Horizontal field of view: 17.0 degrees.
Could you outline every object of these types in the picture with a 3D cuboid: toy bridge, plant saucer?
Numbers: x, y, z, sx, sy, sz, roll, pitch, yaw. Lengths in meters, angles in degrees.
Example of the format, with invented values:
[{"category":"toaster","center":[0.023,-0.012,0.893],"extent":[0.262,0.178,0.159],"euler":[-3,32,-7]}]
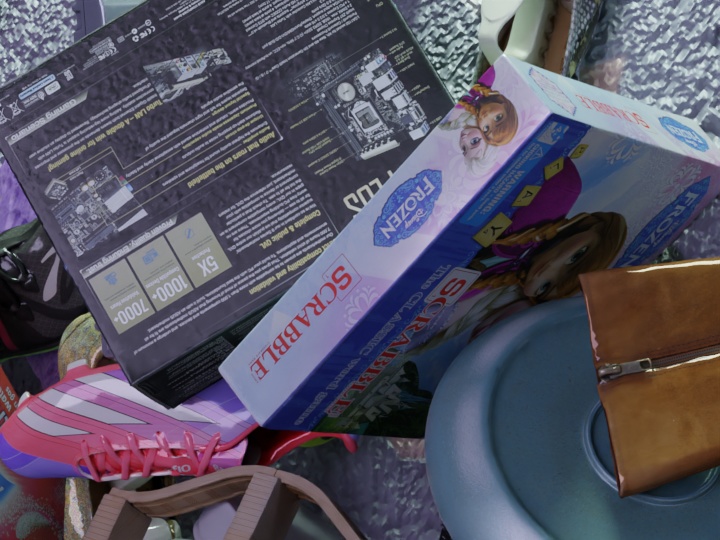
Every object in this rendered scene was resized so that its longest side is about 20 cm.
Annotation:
[{"category":"toy bridge","center":[-0.051,0.130,1.173],"extent":[0.200,0.027,0.067],"euler":[11,68,38]},{"category":"plant saucer","center":[0.129,0.084,1.082],"extent":[0.200,0.200,0.027],"euler":[55,149,30]}]

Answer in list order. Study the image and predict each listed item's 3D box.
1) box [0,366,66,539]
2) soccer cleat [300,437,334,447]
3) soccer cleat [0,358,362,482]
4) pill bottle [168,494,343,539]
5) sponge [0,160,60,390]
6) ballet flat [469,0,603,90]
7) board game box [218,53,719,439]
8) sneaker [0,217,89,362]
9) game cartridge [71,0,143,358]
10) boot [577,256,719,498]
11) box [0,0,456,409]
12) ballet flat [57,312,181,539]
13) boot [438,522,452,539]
[{"category":"box","center":[-0.245,0.105,1.332],"extent":[0.100,0.096,0.200],"euler":[-4,124,35]},{"category":"soccer cleat","center":[0.001,0.000,1.271],"extent":[0.065,0.084,0.201],"euler":[18,110,-2]},{"category":"soccer cleat","center":[-0.092,0.079,1.221],"extent":[0.200,0.067,0.077],"euler":[-17,60,11]},{"category":"pill bottle","center":[-0.089,0.211,1.255],"extent":[0.111,0.111,0.200],"euler":[42,105,34]},{"category":"sponge","center":[-0.156,0.009,1.394],"extent":[0.112,0.030,0.200],"euler":[-44,59,22]},{"category":"ballet flat","center":[0.076,-0.093,1.222],"extent":[0.072,0.072,0.201],"euler":[13,89,37]},{"category":"board game box","center":[0.060,-0.002,1.133],"extent":[0.200,0.199,0.041],"euler":[-48,63,20]},{"category":"sneaker","center":[-0.213,0.015,1.364],"extent":[0.200,0.084,0.077],"euler":[-30,66,30]},{"category":"game cartridge","center":[-0.085,-0.059,1.282],"extent":[0.040,0.133,0.201],"euler":[1,96,49]},{"category":"boot","center":[0.206,0.062,1.037],"extent":[0.200,0.069,0.189],"euler":[-13,69,-2]},{"category":"box","center":[-0.055,-0.056,1.168],"extent":[0.200,0.086,0.164],"euler":[-32,76,1]},{"category":"ballet flat","center":[-0.124,0.120,1.302],"extent":[0.071,0.071,0.201],"euler":[-5,92,35]},{"category":"boot","center":[0.078,0.185,1.115],"extent":[0.168,0.076,0.200],"euler":[112,143,-52]}]
